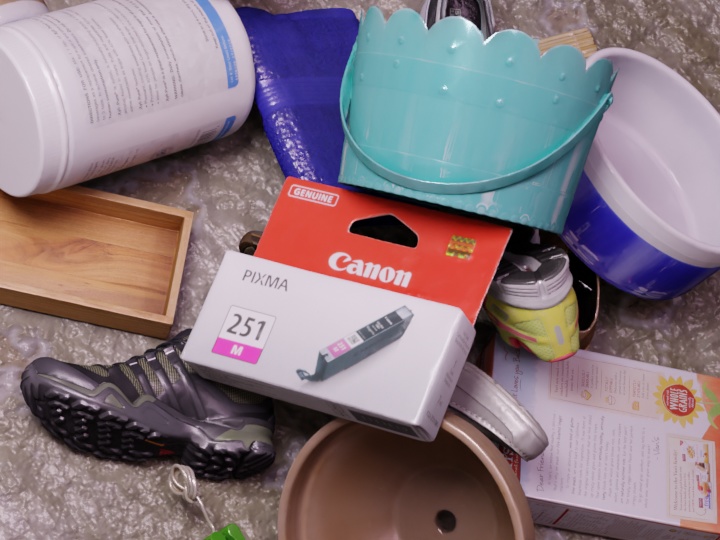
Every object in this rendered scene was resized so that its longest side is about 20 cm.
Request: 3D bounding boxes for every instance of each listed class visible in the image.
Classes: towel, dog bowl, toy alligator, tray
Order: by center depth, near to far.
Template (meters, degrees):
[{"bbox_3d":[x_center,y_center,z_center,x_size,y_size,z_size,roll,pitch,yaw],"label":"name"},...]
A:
[{"bbox_3d":[-0.081,0.229,1.527,0.054,0.059,0.200,-7,66,-47],"label":"toy alligator"},{"bbox_3d":[-0.237,-0.017,1.607,0.199,0.037,0.099,13,64,-10],"label":"tray"},{"bbox_3d":[-0.028,-0.122,1.681,0.147,0.050,0.200,-6,64,-43],"label":"towel"},{"bbox_3d":[0.229,-0.078,1.687,0.200,0.079,0.201,26,43,-27],"label":"dog bowl"}]

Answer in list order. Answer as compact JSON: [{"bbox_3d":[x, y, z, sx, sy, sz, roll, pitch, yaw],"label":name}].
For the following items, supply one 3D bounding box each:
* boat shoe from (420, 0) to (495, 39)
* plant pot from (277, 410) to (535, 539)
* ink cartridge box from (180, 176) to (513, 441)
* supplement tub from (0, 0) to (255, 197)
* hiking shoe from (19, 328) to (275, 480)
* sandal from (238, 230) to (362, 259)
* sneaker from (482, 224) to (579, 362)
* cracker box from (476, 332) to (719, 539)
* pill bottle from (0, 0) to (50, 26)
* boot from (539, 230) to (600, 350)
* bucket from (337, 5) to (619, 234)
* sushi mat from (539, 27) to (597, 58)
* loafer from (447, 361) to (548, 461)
[{"bbox_3d":[0.088,-0.159,1.721,0.073,0.068,0.200,8,66,-11],"label":"boat shoe"},{"bbox_3d":[0.046,0.193,1.533,0.201,0.201,0.093,57,25,13],"label":"plant pot"},{"bbox_3d":[-0.009,0.017,1.513,0.199,0.044,0.174,14,72,26],"label":"ink cartridge box"},{"bbox_3d":[-0.194,-0.143,1.602,0.200,0.132,0.132,-19,72,-34],"label":"supplement tub"},{"bbox_3d":[-0.157,0.091,1.568,0.199,0.076,0.101,18,54,-16],"label":"hiking shoe"},{"bbox_3d":[0.000,0.000,1.634,0.199,0.082,0.055,15,69,-10],"label":"sandal"},{"bbox_3d":[0.123,0.022,1.619,0.078,0.200,0.091,-22,105,-2],"label":"sneaker"},{"bbox_3d":[0.187,0.137,1.637,0.199,0.058,0.134,12,63,-10],"label":"cracker box"},{"bbox_3d":[-0.335,-0.247,1.640,0.111,0.111,0.200,-26,75,-23],"label":"pill bottle"},{"bbox_3d":[0.175,-0.027,1.698,0.073,0.076,0.201,6,64,-10],"label":"boot"},{"bbox_3d":[0.081,-0.111,1.563,0.206,0.207,0.135,12,91,-9],"label":"bucket"},{"bbox_3d":[0.128,-0.146,1.772,0.199,0.012,0.096,-17,74,-20],"label":"sushi mat"},{"bbox_3d":[0.059,0.099,1.581,0.200,0.070,0.070,30,77,42],"label":"loafer"}]
